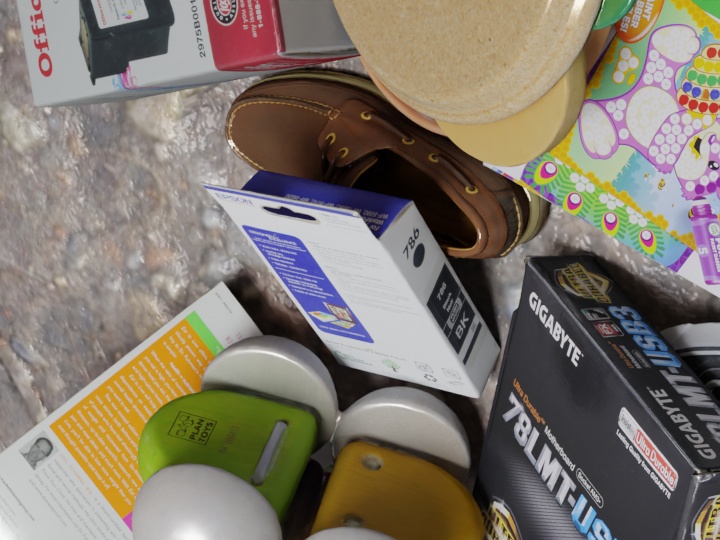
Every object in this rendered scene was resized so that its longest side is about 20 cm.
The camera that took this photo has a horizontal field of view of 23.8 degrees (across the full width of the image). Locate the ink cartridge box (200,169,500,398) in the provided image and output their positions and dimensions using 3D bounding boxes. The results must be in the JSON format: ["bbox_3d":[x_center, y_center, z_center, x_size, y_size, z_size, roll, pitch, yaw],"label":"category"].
[{"bbox_3d":[0.000,0.000,0.923,0.099,0.039,0.200,13,156,29],"label":"ink cartridge box"}]

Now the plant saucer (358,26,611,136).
[{"bbox_3d":[0.057,-0.167,0.854,0.200,0.032,0.202,16,112,47],"label":"plant saucer"}]

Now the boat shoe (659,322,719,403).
[{"bbox_3d":[0.197,0.072,0.842,0.072,0.068,0.199,46,152,-27],"label":"boat shoe"}]

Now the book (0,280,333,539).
[{"bbox_3d":[-0.123,0.121,1.044,0.134,0.200,0.048,52,173,1],"label":"book"}]

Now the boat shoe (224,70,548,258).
[{"bbox_3d":[0.004,-0.058,0.947,0.199,0.067,0.072,22,121,25],"label":"boat shoe"}]

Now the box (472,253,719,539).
[{"bbox_3d":[0.124,0.125,0.891,0.200,0.049,0.199,-123,35,-52],"label":"box"}]

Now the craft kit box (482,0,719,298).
[{"bbox_3d":[0.178,-0.094,0.832,0.197,0.048,0.201,29,124,17],"label":"craft kit box"}]

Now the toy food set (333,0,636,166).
[{"bbox_3d":[0.053,-0.165,0.797,0.200,0.048,0.199,51,134,31],"label":"toy food set"}]

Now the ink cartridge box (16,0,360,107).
[{"bbox_3d":[-0.099,-0.173,0.930,0.199,0.083,0.147,-6,96,41],"label":"ink cartridge box"}]

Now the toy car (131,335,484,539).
[{"bbox_3d":[-0.037,0.147,0.971,0.199,0.175,0.150,21,128,2],"label":"toy car"}]
